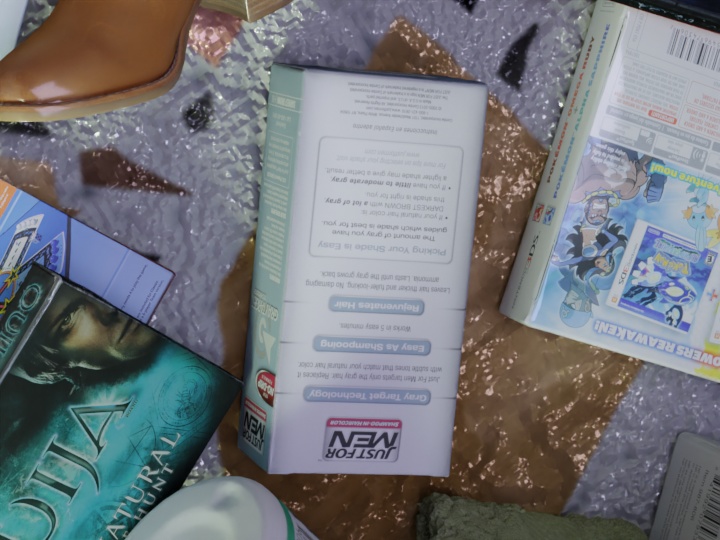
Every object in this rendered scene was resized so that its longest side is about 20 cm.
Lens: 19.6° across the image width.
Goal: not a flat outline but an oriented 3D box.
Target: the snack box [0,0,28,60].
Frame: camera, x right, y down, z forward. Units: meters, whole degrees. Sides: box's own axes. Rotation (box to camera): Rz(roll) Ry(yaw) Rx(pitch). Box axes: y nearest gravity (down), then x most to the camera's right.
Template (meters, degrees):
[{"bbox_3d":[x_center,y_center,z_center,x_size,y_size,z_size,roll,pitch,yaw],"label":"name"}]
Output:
[{"bbox_3d":[-0.227,-0.122,0.948,0.142,0.053,0.200,15,93,-21],"label":"snack box"}]

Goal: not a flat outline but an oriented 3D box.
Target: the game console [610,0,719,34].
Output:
[{"bbox_3d":[0.197,-0.219,1.045,0.200,0.119,0.173,13,70,-21],"label":"game console"}]

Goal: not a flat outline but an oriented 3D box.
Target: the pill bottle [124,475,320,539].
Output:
[{"bbox_3d":[-0.030,0.201,1.030,0.113,0.113,0.200,-46,122,-8],"label":"pill bottle"}]

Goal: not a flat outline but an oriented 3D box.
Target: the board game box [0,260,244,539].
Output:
[{"bbox_3d":[-0.156,0.110,0.999,0.135,0.028,0.200,34,86,-45],"label":"board game box"}]

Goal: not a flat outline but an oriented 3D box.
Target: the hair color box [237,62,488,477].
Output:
[{"bbox_3d":[0.000,0.000,1.047,0.099,0.061,0.200,3,97,-20],"label":"hair color box"}]

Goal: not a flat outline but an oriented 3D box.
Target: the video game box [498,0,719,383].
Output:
[{"bbox_3d":[0.193,-0.034,1.120,0.200,0.047,0.182,17,90,-21],"label":"video game box"}]

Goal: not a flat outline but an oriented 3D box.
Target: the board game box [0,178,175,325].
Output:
[{"bbox_3d":[-0.182,0.065,1.014,0.103,0.019,0.200,30,88,-24],"label":"board game box"}]

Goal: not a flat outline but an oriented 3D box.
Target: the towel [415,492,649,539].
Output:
[{"bbox_3d":[0.104,0.197,1.057,0.148,0.200,0.037,11,128,-21],"label":"towel"}]

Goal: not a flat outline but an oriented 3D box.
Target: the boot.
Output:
[{"bbox_3d":[-0.111,-0.166,0.942,0.200,0.074,0.155,-40,129,-39],"label":"boot"}]

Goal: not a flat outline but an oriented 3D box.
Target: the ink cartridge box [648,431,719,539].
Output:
[{"bbox_3d":[0.227,0.182,1.084,0.084,0.200,0.145,14,94,-21],"label":"ink cartridge box"}]
